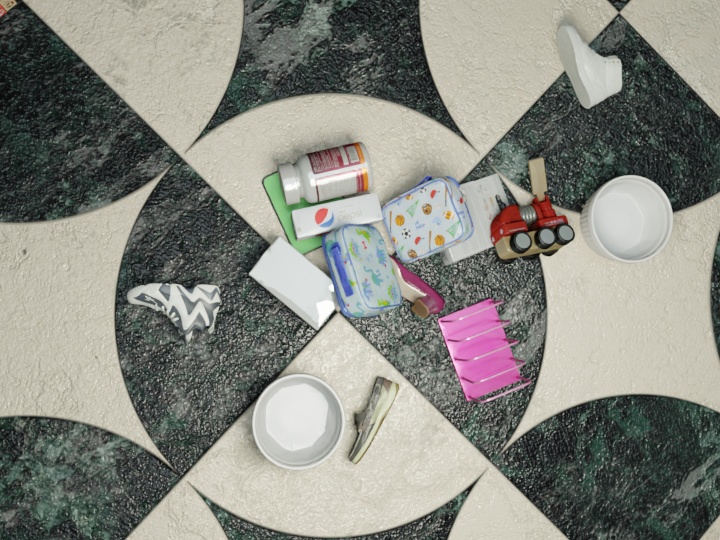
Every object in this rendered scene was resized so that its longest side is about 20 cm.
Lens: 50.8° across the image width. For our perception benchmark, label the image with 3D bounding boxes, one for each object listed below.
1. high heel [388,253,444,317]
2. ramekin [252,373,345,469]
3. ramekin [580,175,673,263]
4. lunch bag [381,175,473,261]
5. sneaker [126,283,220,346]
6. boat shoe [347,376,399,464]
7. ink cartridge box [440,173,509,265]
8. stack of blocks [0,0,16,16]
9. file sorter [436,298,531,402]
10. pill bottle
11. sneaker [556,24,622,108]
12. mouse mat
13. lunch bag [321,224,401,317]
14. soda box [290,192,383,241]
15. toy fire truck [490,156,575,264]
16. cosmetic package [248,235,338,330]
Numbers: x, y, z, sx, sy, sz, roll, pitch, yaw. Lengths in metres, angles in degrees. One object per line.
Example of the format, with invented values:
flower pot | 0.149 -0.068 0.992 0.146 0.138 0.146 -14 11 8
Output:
high heel | 0.108 0.025 1.738 0.200 0.096 0.067 52 122 11
ramekin | -0.135 0.321 1.646 0.198 0.105 0.202 0 88 -7
ramekin | 0.609 -0.114 1.764 0.198 0.105 0.202 0 86 -7
lunch bag | 0.150 -0.118 1.677 0.199 0.075 0.161 -24 85 34
sneaker | -0.405 0.099 1.645 0.197 0.079 0.131 2 78 -17
boat shoe | 0.017 0.331 1.693 0.066 0.072 0.202 28 84 6
ink cartridge box | 0.257 -0.120 1.763 0.199 0.057 0.164 -20 89 -28
stack of blocks | -0.863 -0.629 1.639 0.115 0.059 0.200 -43 92 -7
file sorter | 0.281 0.180 1.700 0.138 0.125 0.202 -20 89 -8
pill bottle | -0.078 -0.212 1.679 0.198 0.110 0.111 -14 89 -8
sneaker | 0.548 -0.500 1.798 0.115 0.074 0.201 -26 100 -9
mouse mat | -0.116 -0.151 1.729 0.160 0.008 0.201 -25 89 -8
lunch bag | 0.000 0.000 1.647 0.082 0.160 0.202 -25 78 33
soda box | -0.054 -0.120 1.697 0.198 0.068 0.064 -14 87 -7
toy fire truck | 0.382 -0.137 1.731 0.174 0.129 0.202 -10 73 -18
cosmetic package | -0.138 0.028 1.679 0.200 0.081 0.113 41 86 -2
